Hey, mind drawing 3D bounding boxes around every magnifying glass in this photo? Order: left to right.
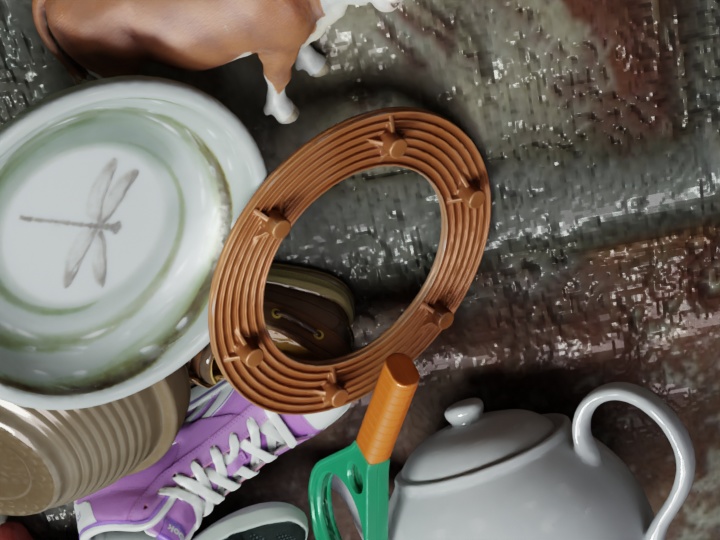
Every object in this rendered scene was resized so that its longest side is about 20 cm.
[{"bbox_3d":[0.004,0.122,1.198,0.022,0.080,0.201,-14,145,-24],"label":"magnifying glass"}]

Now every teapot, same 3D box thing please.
[{"bbox_3d":[0.094,0.152,1.251,0.198,0.197,0.148,-20,97,-14],"label":"teapot"}]

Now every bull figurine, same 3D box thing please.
[{"bbox_3d":[-0.071,-0.132,1.032,0.198,0.066,0.122,-4,139,5],"label":"bull figurine"}]

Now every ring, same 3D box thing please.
[{"bbox_3d":[0.000,0.000,1.123,0.199,0.019,0.202,-24,133,-28],"label":"ring"}]

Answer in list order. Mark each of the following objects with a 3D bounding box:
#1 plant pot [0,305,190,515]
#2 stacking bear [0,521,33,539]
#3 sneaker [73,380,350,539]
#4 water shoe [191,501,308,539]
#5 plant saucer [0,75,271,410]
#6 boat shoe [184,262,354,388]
[{"bbox_3d":[-0.208,0.078,1.152,0.199,0.093,0.202,12,139,10],"label":"plant pot"},{"bbox_3d":[-0.138,0.228,1.331,0.198,0.114,0.122,-10,133,-2],"label":"stacking bear"},{"bbox_3d":[-0.090,0.128,1.236,0.199,0.115,0.073,-23,129,14],"label":"sneaker"},{"bbox_3d":[-0.105,0.229,1.235,0.199,0.079,0.072,-34,140,-13],"label":"water shoe"},{"bbox_3d":[-0.145,-0.021,1.044,0.198,0.050,0.202,-19,129,-24],"label":"plant saucer"},{"bbox_3d":[-0.098,0.031,1.177,0.198,0.068,0.072,8,131,-11],"label":"boat shoe"}]
